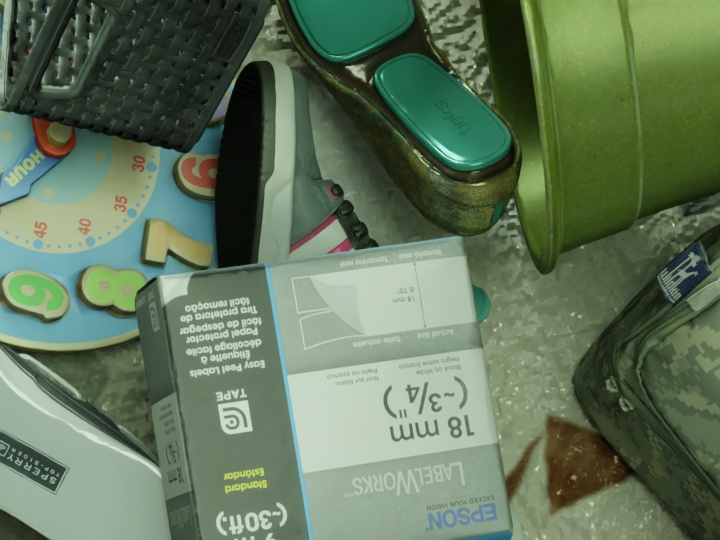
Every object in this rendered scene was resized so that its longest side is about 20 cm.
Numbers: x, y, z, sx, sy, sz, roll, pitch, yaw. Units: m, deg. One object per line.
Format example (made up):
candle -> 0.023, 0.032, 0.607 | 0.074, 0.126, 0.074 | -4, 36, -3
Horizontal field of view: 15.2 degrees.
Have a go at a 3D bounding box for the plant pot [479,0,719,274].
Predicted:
plant pot -> 0.161, -0.113, 1.281 | 0.189, 0.200, 0.201 | -10, 79, -2

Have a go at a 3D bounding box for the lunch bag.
lunch bag -> 0.218, 0.062, 1.298 | 0.139, 0.168, 0.200 | -41, 90, -22

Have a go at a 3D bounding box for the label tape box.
label tape box -> -0.011, 0.095, 1.186 | 0.143, 0.063, 0.201 | -8, 83, -17

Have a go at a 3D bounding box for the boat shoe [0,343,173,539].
boat shoe -> -0.162, 0.069, 1.231 | 0.199, 0.068, 0.072 | 30, 92, 0

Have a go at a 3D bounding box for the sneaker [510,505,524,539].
sneaker -> 0.028, 0.206, 1.249 | 0.118, 0.074, 0.201 | -1, 67, -24

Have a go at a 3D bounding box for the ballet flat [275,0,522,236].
ballet flat -> 0.013, -0.091, 1.320 | 0.070, 0.071, 0.200 | -22, 54, -21

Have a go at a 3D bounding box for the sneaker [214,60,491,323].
sneaker -> 0.000, 0.000, 1.276 | 0.120, 0.084, 0.201 | -4, 96, -20

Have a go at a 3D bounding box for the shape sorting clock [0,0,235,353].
shape sorting clock -> -0.146, -0.060, 1.282 | 0.199, 0.039, 0.201 | 4, 75, -16

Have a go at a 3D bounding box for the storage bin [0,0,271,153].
storage bin -> -0.101, -0.172, 1.244 | 0.093, 0.135, 0.201 | 12, 53, -19
